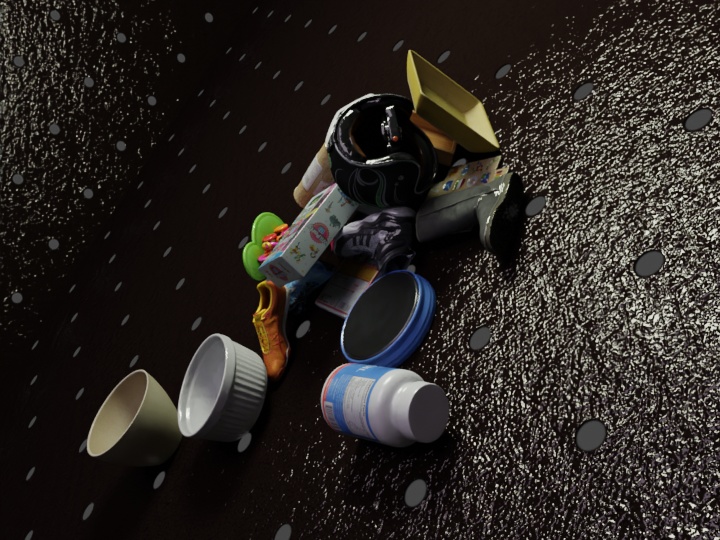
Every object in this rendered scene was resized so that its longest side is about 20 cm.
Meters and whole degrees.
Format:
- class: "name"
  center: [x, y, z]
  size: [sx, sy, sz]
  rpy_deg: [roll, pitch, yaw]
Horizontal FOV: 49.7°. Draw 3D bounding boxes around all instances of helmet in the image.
- class: "helmet"
  center: [0.041, -0.207, 1.426]
  size: [0.196, 0.191, 0.204]
  rpy_deg: [-4, 68, 9]

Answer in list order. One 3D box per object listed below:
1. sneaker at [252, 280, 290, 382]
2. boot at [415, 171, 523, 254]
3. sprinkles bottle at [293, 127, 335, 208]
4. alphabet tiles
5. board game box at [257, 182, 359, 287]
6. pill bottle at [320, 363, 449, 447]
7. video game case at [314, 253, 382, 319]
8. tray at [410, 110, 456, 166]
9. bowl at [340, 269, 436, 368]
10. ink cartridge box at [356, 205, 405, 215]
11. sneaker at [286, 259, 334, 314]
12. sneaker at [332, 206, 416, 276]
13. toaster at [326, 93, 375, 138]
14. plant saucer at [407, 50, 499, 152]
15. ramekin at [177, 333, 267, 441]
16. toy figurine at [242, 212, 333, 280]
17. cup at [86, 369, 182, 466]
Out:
- class: "sneaker"
  center: [-0.184, 0.121, 1.552]
  size: [0.072, 0.076, 0.204]
  rpy_deg: [-22, 65, 46]
- class: "boot"
  center: [0.173, -0.083, 1.330]
  size: [0.197, 0.073, 0.183]
  rpy_deg: [-11, 37, 37]
- class: "sprinkles bottle"
  center: [-0.075, -0.214, 1.647]
  size: [0.200, 0.067, 0.069]
  rpy_deg: [-51, 21, 44]
- class: "alphabet tiles"
  center: [0.186, -0.136, 1.446]
  size: [0.198, 0.006, 0.168]
  rpy_deg: [-6, 53, 51]
- class: "board game box"
  center: [-0.100, -0.069, 1.515]
  size: [0.201, 0.064, 0.147]
  rpy_deg: [-55, 14, -22]
- class: "pill bottle"
  center: [0.037, 0.202, 1.163]
  size: [0.198, 0.112, 0.113]
  rpy_deg: [-1, 54, 52]
- class: "video game case"
  center: [0.000, 0.000, 1.536]
  size: [0.202, 0.017, 0.142]
  rpy_deg: [-56, 30, -9]
- class: "tray"
  center: [0.096, -0.277, 1.545]
  size: [0.037, 0.197, 0.099]
  rpy_deg: [107, -177, -46]
- class: "bowl"
  center: [0.044, 0.086, 1.358]
  size: [0.199, 0.039, 0.203]
  rpy_deg: [-34, 33, 26]
- class: "ink cartridge box"
  center: [0.052, -0.210, 1.572]
  size: [0.077, 0.134, 0.202]
  rpy_deg: [96, -163, -65]
- class: "sneaker"
  center: [-0.120, 0.046, 1.611]
  size: [0.199, 0.078, 0.091]
  rpy_deg: [-36, 49, 39]
- class: "sneaker"
  center: [0.025, -0.037, 1.453]
  size: [0.198, 0.075, 0.116]
  rpy_deg: [-24, 62, 38]
- class: "toaster"
  center: [0.017, -0.307, 1.747]
  size: [0.198, 0.129, 0.115]
  rpy_deg: [-16, 44, 45]
- class: "plant saucer"
  center: [0.165, -0.313, 1.490]
  size: [0.049, 0.198, 0.202]
  rpy_deg: [-47, 27, 27]
- class: "ramekin"
  center: [-0.264, 0.234, 1.510]
  size: [0.199, 0.104, 0.203]
  rpy_deg: [-36, 43, 42]
- class: "toy figurine"
  center: [-0.131, -0.066, 1.664]
  size: [0.182, 0.152, 0.200]
  rpy_deg: [-16, 16, 30]
- class: "cup"
  center: [-0.465, 0.337, 1.667]
  size: [0.199, 0.143, 0.202]
  rpy_deg: [-34, 33, 26]
